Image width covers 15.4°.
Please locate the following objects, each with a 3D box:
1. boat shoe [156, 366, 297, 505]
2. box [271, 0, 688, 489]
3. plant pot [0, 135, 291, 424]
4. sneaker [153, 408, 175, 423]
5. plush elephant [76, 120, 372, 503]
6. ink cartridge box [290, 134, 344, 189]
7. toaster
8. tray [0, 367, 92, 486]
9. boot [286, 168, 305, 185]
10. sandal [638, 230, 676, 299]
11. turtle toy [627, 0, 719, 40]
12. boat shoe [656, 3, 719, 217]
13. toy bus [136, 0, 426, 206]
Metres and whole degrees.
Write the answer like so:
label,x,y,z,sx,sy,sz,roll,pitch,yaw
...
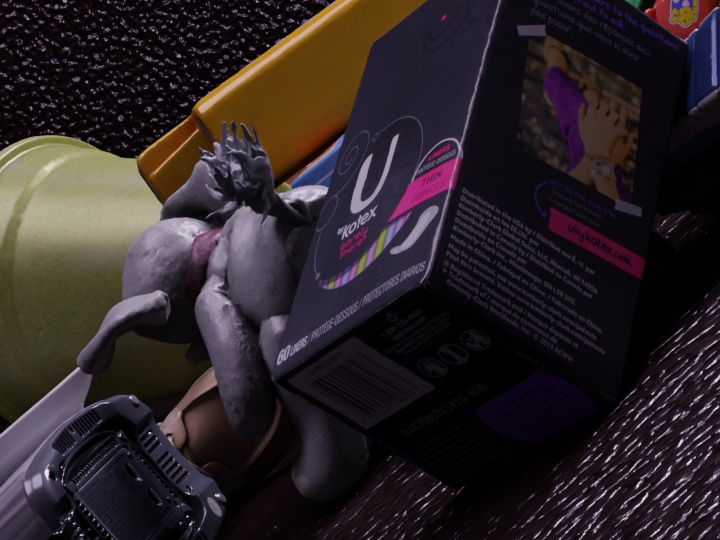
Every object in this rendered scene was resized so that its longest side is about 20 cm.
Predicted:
label,x,y,z,sx,sy,sz,roll,pitch,yaw
boat shoe,-0.104,0.124,1.628,0.200,0.071,0.065,-49,-4,33
box,0.055,-0.027,1.165,0.122,0.106,0.201,-34,32,47
plant pot,-0.130,0.007,1.708,0.183,0.202,0.200,-3,29,38
sneaker,-0.142,0.136,1.740,0.200,0.075,0.082,-38,4,23
plush elephant,-0.062,0.018,1.428,0.154,0.200,0.165,-14,30,47
ink cartridge box,0.081,-0.063,1.477,0.200,0.137,0.076,-38,6,23
toaster,-0.169,0.164,1.516,0.129,0.114,0.200,-42,3,21
tray,-0.232,0.135,1.567,0.200,0.022,0.107,-42,-3,-31
boot,-0.010,-0.041,1.841,0.077,0.156,0.200,-37,6,35
sandal,0.072,0.031,1.267,0.200,0.043,0.076,-35,7,47
turtle toy,0.181,-0.113,1.290,0.200,0.145,0.102,-35,27,43
boat shoe,0.155,-0.057,1.228,0.200,0.072,0.073,-36,34,47
toy bus,-0.034,-0.099,1.542,0.199,0.065,0.078,-37,-1,-8
